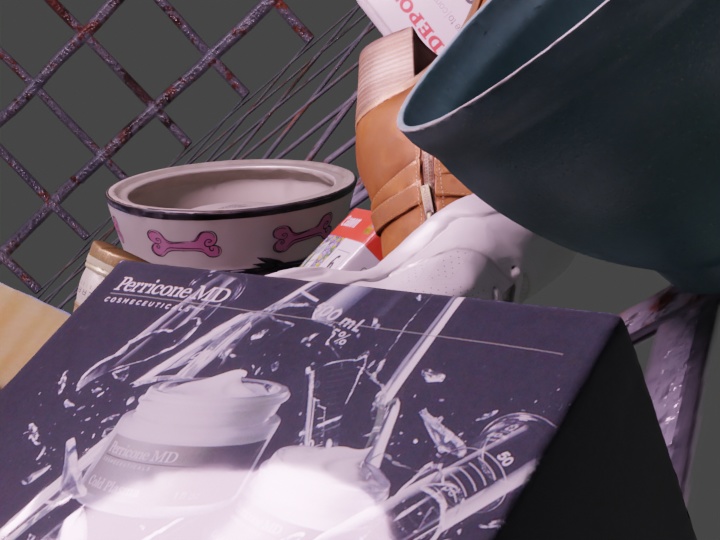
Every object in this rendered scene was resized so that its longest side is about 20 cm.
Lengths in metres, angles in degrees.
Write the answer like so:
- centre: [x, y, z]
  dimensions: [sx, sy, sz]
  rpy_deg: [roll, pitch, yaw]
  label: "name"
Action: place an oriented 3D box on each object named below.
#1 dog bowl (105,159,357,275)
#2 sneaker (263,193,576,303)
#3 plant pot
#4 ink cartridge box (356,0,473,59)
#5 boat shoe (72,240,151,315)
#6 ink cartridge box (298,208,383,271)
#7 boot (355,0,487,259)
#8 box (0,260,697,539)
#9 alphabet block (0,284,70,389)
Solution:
- centre: [-0.101, -0.036, 1.057]
  dimensions: [0.200, 0.074, 0.200]
  rpy_deg: [-2, 15, 1]
  label: "dog bowl"
- centre: [0.038, 0.026, 0.614]
  dimensions: [0.200, 0.075, 0.088]
  rpy_deg: [-22, 43, -28]
  label: "sneaker"
- centre: [0.132, -0.076, 0.526]
  dimensions: [0.200, 0.134, 0.200]
  rpy_deg: [-41, 13, 11]
  label: "plant pot"
- centre: [0.119, -0.183, 0.845]
  dimensions: [0.200, 0.146, 0.085]
  rpy_deg: [-41, -14, 19]
  label: "ink cartridge box"
- centre: [-0.130, 0.040, 0.919]
  dimensions: [0.074, 0.200, 0.066]
  rpy_deg: [24, 85, 37]
  label: "boat shoe"
- centre: [0.000, 0.000, 0.872]
  dimensions: [0.200, 0.050, 0.109]
  rpy_deg: [-46, 12, -5]
  label: "ink cartridge box"
- centre: [0.084, -0.086, 0.753]
  dimensions: [0.200, 0.074, 0.155]
  rpy_deg: [-24, 59, 35]
  label: "boot"
- centre: [-0.036, 0.099, 0.380]
  dimensions: [0.200, 0.104, 0.182]
  rpy_deg: [6, 44, 37]
  label: "box"
- centre: [-0.244, 0.132, 0.726]
  dimensions: [0.200, 0.196, 0.196]
  rpy_deg: [-68, 1, -60]
  label: "alphabet block"
